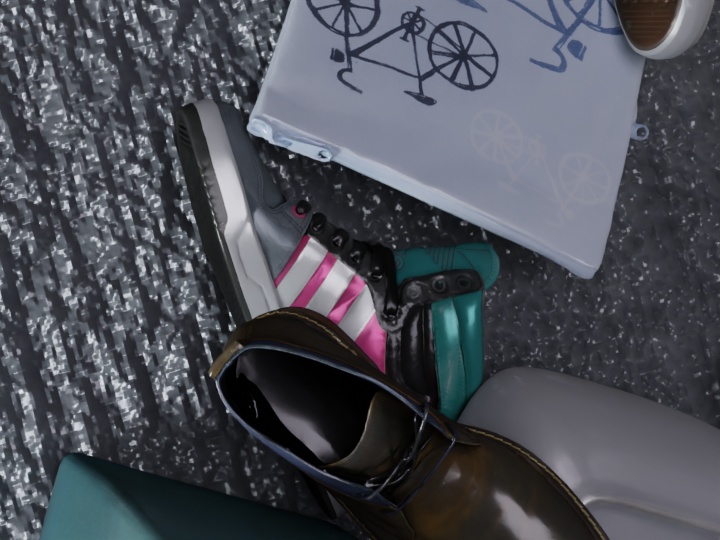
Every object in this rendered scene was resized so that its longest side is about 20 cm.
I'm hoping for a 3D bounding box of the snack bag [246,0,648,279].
[{"bbox_3d":[0.054,-0.108,0.871,0.187,0.021,0.202,23,62,-15],"label":"snack bag"}]

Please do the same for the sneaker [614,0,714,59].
[{"bbox_3d":[0.176,-0.192,0.903,0.084,0.073,0.202,16,71,-26],"label":"sneaker"}]

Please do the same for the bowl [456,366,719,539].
[{"bbox_3d":[0.115,0.163,0.841,0.199,0.075,0.201,21,95,-24],"label":"bowl"}]

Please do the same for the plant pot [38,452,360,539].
[{"bbox_3d":[-0.065,0.163,0.757,0.140,0.200,0.143,17,82,-13],"label":"plant pot"}]

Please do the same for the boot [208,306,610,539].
[{"bbox_3d":[0.019,0.088,0.746,0.199,0.097,0.075,34,96,9],"label":"boot"}]

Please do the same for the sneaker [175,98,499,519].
[{"bbox_3d":[0.000,0.000,0.844,0.120,0.084,0.202,-24,101,-11],"label":"sneaker"}]
